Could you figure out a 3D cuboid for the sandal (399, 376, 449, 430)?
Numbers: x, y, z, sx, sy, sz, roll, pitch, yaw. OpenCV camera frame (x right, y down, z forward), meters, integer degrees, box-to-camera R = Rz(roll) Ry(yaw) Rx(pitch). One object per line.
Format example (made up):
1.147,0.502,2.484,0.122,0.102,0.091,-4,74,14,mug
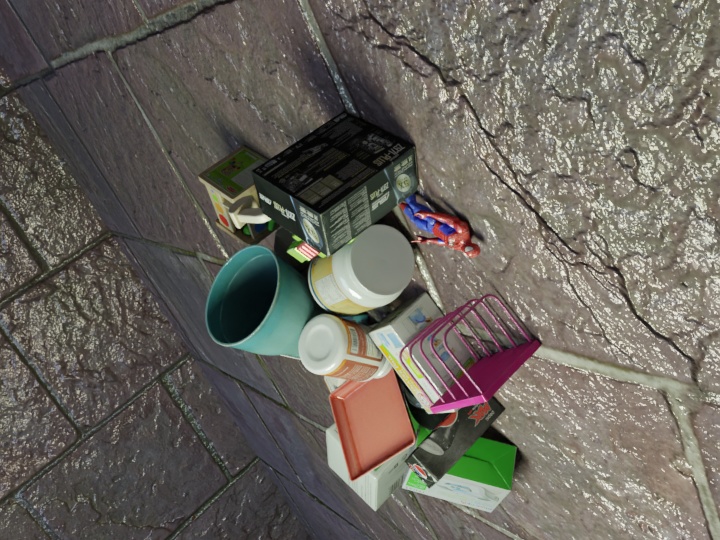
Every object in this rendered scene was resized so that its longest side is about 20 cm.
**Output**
0.111,0.227,1.460,0.202,0.075,0.048,63,-169,25,sandal

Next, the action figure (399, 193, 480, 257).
0.107,-0.075,1.158,0.199,0.052,0.066,33,146,30,action figure

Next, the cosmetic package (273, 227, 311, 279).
-0.120,-0.032,1.536,0.090,0.107,0.201,44,156,16,cosmetic package

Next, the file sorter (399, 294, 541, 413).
0.169,0.136,1.228,0.126,0.139,0.200,51,156,1,file sorter

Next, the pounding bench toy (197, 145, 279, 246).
-0.213,-0.132,1.533,0.199,0.124,0.157,33,150,35,pounding bench toy

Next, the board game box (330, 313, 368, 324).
-0.104,0.091,1.627,0.199,0.150,0.047,22,107,46,board game box

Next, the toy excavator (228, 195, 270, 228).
-0.123,-0.121,1.311,0.194,0.199,0.101,41,158,54,toy excavator

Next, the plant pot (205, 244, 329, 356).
-0.168,0.078,1.445,0.199,0.201,0.187,24,175,45,plant pot

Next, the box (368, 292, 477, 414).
0.126,0.158,1.376,0.201,0.101,0.112,53,155,-3,box

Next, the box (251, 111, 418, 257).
-0.037,-0.138,1.130,0.163,0.200,0.087,32,148,34,box

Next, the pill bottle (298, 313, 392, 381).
-0.020,0.156,1.428,0.112,0.113,0.199,31,-175,37,pill bottle

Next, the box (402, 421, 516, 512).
0.197,0.401,1.502,0.198,0.097,0.177,14,148,3,box

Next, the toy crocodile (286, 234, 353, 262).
-0.062,-0.057,1.231,0.067,0.062,0.199,38,142,-21,toy crocodile

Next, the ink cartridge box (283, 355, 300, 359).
-0.143,0.135,1.671,0.115,0.200,0.069,11,102,6,ink cartridge box

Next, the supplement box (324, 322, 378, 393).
-0.009,0.209,1.635,0.201,0.125,0.074,99,147,-58,supplement box

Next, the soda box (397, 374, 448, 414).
0.135,0.248,1.529,0.199,0.063,0.069,31,150,37,soda box

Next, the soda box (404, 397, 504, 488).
0.176,0.308,1.376,0.071,0.200,0.063,45,153,11,soda box

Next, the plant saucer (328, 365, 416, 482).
0.029,0.303,1.517,0.200,0.036,0.201,-40,53,33,plant saucer

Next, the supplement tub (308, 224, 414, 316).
0.000,0.000,1.325,0.145,0.144,0.200,53,155,-6,supplement tub

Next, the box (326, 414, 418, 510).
0.044,0.413,1.750,0.171,0.199,0.201,38,151,26,box
